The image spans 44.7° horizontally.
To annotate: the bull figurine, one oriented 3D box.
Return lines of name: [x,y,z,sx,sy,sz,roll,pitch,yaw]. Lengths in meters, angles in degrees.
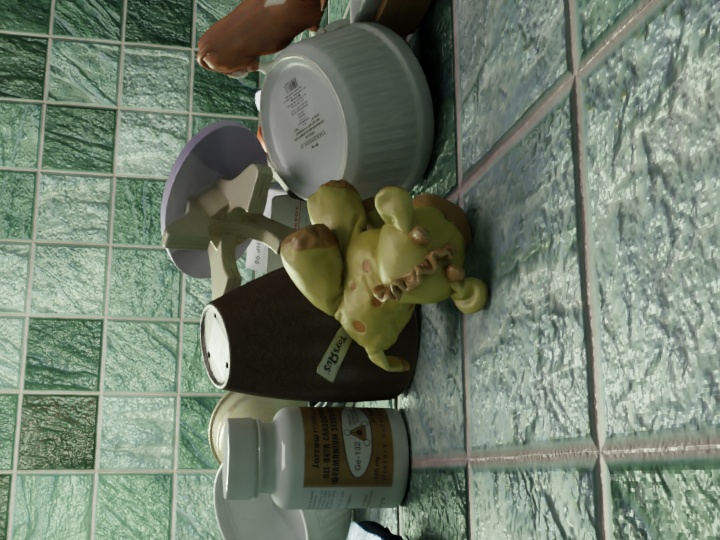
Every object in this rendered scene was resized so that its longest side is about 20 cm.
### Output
bull figurine: [-0.084,-0.273,0.949,0.065,0.199,0.121,66,-169,6]

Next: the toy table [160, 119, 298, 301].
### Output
toy table: [-0.155,-0.059,1.019,0.117,0.183,0.201,47,138,48]

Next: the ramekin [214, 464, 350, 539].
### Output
ramekin: [-0.105,0.337,1.242,0.200,0.105,0.201,12,109,41]

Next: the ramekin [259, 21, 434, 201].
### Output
ramekin: [-0.024,-0.163,0.956,0.200,0.105,0.201,27,126,44]

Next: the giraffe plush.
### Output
giraffe plush: [0.033,-0.011,0.798,0.162,0.172,0.201,-37,37,48]

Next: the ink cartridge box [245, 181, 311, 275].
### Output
ink cartridge box: [-0.093,-0.062,1.192,0.200,0.066,0.116,-18,-62,-59]

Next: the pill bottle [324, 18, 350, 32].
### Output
pill bottle: [-0.016,-0.208,1.114,0.200,0.113,0.114,103,164,-45]

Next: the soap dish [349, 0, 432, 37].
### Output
soap dish: [0.044,-0.353,0.934,0.200,0.081,0.158,132,139,-73]

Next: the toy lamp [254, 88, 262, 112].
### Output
toy lamp: [-0.053,-0.265,1.177,0.058,0.200,0.058,35,150,24]

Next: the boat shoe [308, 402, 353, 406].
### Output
boat shoe: [-0.034,0.141,1.255,0.200,0.062,0.073,104,164,-44]

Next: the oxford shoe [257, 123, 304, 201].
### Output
oxford shoe: [-0.045,-0.111,1.090,0.071,0.200,0.073,-49,-7,-38]

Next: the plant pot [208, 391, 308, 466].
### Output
plant pot: [-0.139,0.295,1.429,0.183,0.200,0.201,-140,53,-70]

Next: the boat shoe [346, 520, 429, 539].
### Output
boat shoe: [0.038,0.289,0.871,0.200,0.068,0.085,-151,72,-76]

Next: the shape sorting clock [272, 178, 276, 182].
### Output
shape sorting clock: [-0.110,-0.154,1.236,0.200,0.039,0.200,-52,-7,-9]

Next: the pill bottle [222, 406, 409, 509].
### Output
pill bottle: [-0.053,0.212,0.993,0.114,0.199,0.115,-178,90,-78]

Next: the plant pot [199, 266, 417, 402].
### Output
plant pot: [-0.069,0.070,0.977,0.187,0.199,0.188,19,113,57]
